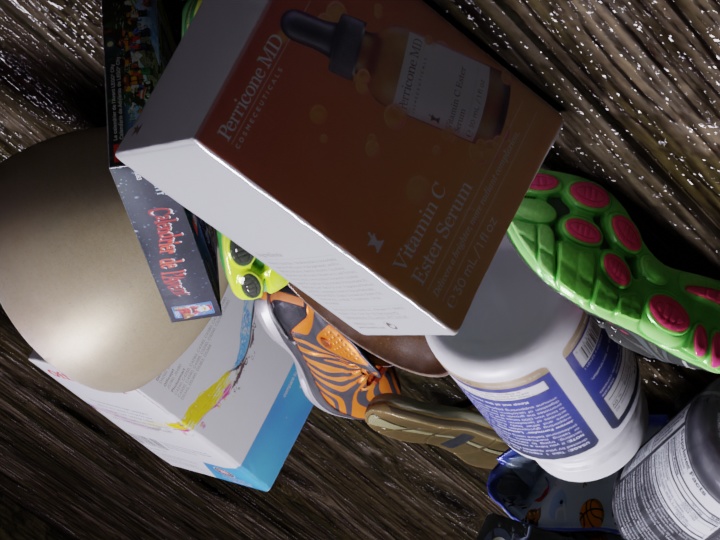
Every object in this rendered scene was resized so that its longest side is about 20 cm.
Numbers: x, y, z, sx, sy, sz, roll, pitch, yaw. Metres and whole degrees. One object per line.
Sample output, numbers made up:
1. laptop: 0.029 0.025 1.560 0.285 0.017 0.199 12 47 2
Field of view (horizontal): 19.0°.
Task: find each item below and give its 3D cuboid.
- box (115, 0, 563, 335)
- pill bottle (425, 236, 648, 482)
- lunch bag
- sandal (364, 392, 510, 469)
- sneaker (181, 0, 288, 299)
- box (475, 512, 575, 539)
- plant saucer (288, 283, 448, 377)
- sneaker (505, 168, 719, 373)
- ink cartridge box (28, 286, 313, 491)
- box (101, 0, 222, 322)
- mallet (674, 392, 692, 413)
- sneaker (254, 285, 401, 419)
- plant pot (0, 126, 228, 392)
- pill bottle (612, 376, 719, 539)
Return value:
1. box: -0.010 -0.077 1.233 0.199 0.153 0.106 35 162 -25
2. pill bottle: 0.128 0.063 1.488 0.115 0.116 0.200 16 159 33
3. lunch bag: 0.219 0.195 1.721 0.170 0.125 0.199 35 154 -27
4. sandal: 0.093 0.124 1.805 0.199 0.054 0.080 18 155 -29
5. sneaker: -0.070 -0.082 1.343 0.073 0.202 0.083 -13 -164 -21
6. box: 0.191 0.270 1.607 0.163 0.087 0.199 36 166 -37
7. plant saucer: 0.000 0.000 1.589 0.200 0.035 0.201 35 159 15
8. sneaker: 0.157 0.009 1.357 0.199 0.077 0.084 36 157 -22
9. ink cartridge box: -0.154 0.074 1.891 0.146 0.147 0.200 9 155 47
10. box: -0.130 -0.074 1.418 0.037 0.138 0.200 -8 150 3
11. mallet: 0.320 0.140 1.561 0.199 0.041 0.066 22 159 30
12. sneaker: 0.001 0.073 1.772 0.111 0.078 0.200 14 158 40
13. plant pot: -0.165 -0.028 1.601 0.134 0.201 0.200 -30 129 29
14. pill bottle: 0.257 0.135 1.486 0.106 0.107 0.200 28 150 -3
